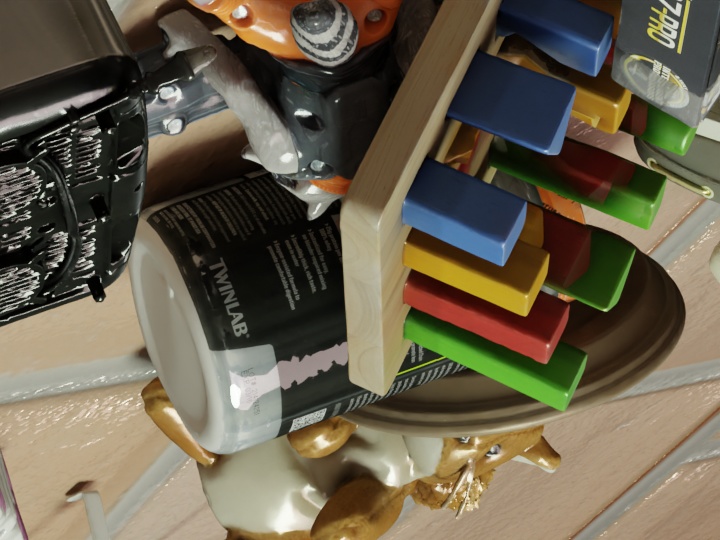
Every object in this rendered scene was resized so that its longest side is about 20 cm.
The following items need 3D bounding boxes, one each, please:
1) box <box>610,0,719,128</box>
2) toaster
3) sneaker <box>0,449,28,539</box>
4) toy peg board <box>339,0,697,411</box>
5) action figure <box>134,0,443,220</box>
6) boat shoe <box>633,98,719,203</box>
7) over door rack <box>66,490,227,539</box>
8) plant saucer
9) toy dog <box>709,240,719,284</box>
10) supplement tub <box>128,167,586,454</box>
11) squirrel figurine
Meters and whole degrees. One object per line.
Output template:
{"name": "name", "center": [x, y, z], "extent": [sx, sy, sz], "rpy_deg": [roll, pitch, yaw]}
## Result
{"name": "box", "center": [0.170, -0.174, 1.131], "extent": [0.200, 0.049, 0.161], "rpy_deg": [-54, 168, -20]}
{"name": "toaster", "center": [-0.168, -0.049, 1.063], "extent": [0.199, 0.119, 0.181], "rpy_deg": [-20, 159, -14]}
{"name": "sneaker", "center": [-0.222, 0.107, 1.443], "extent": [0.088, 0.081, 0.200], "rpy_deg": [-16, 160, -5]}
{"name": "toy peg board", "center": [0.078, -0.052, 1.226], "extent": [0.199, 0.097, 0.201], "rpy_deg": [88, 26, -68]}
{"name": "action figure", "center": [-0.039, -0.079, 1.175], "extent": [0.199, 0.105, 0.194], "rpy_deg": [-25, 150, -4]}
{"name": "boat shoe", "center": [0.235, -0.047, 1.468], "extent": [0.060, 0.201, 0.072], "rpy_deg": [110, 6, -46]}
{"name": "over door rack", "center": [-0.162, 0.200, 1.745], "extent": [0.147, 0.067, 0.200], "rpy_deg": [-2, 149, -49]}
{"name": "plant saucer", "center": [0.065, 0.023, 1.475], "extent": [0.199, 0.200, 0.030], "rpy_deg": [-19, 116, -17]}
{"name": "toy dog", "center": [0.278, -0.040, 1.590], "extent": [0.199, 0.140, 0.194], "rpy_deg": [2, 138, -50]}
{"name": "supplement tub", "center": [0.000, 0.000, 1.374], "extent": [0.199, 0.123, 0.123], "rpy_deg": [-18, 158, -17]}
{"name": "squirrel figurine", "center": [0.015, 0.082, 1.560], "extent": [0.186, 0.142, 0.200], "rpy_deg": [-22, 180, 18]}
